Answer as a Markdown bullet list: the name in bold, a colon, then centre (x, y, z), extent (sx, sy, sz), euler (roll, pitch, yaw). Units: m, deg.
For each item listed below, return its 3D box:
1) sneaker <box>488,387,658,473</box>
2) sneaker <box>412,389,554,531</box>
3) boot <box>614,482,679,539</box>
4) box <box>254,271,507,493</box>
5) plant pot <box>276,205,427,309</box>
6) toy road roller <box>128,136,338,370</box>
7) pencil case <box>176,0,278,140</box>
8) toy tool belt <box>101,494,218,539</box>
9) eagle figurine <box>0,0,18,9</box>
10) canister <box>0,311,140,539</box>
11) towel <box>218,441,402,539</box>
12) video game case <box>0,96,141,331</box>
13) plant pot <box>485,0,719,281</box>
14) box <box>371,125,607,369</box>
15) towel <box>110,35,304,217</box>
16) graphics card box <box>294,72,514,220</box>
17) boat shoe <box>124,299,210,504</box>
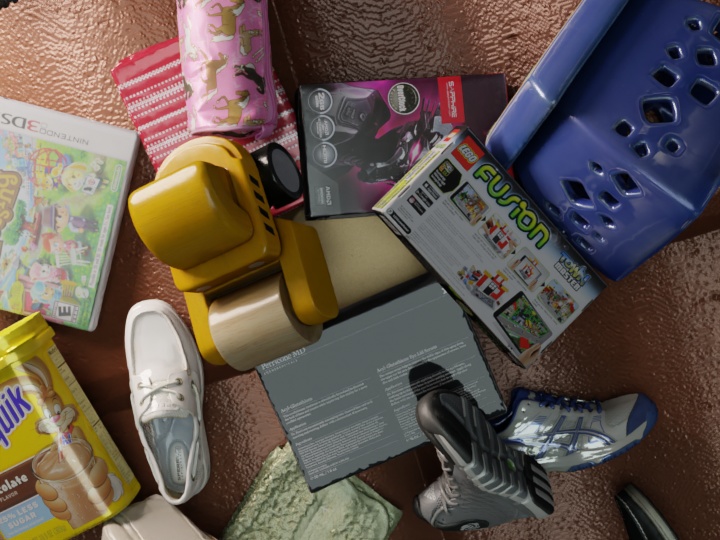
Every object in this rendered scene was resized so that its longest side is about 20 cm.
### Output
- **sneaker**: centre (0.186, 0.149, 1.307), extent (0.200, 0.075, 0.088), euler (-21, 97, 2)
- **sneaker**: centre (0.082, 0.189, 1.230), extent (0.115, 0.075, 0.200), euler (-28, 130, 25)
- **boot**: centre (0.255, 0.327, 1.327), extent (0.154, 0.073, 0.204), euler (-26, 100, -1)
- **box**: centre (0.017, 0.100, 1.272), extent (0.200, 0.079, 0.141), euler (-22, 100, 2)
- **plant pot**: centre (0.000, 0.000, 1.311), extent (0.200, 0.027, 0.200), euler (0, 98, 0)
- **toy road roller**: centre (-0.120, -0.019, 1.176), extent (0.123, 0.146, 0.200), euler (-23, 76, 23)
- **pencil case**: centre (-0.121, -0.216, 1.231), extent (0.083, 0.087, 0.200), euler (-3, 92, -28)
- **toy tool belt**: centre (-0.172, 0.317, 1.285), extent (0.200, 0.125, 0.123), euler (37, 126, 32)
- **eagle figurine**: centre (-0.332, -0.341, 1.232), extent (0.200, 0.151, 0.152), euler (-23, 53, 32)
- **canister**: centre (-0.320, 0.161, 1.296), extent (0.148, 0.087, 0.200), euler (-28, 98, 14)
- **towel**: centre (-0.067, 0.280, 1.343), extent (0.148, 0.036, 0.200), euler (33, 96, -3)
- **video game case**: centre (-0.323, -0.058, 1.305), extent (0.182, 0.022, 0.200), euler (14, 97, -2)
- **plant pot**: centre (0.232, -0.137, 1.186), extent (0.180, 0.200, 0.200), euler (36, 70, 2)
- **box**: centre (0.117, -0.020, 1.209), extent (0.110, 0.035, 0.200), euler (-44, 105, -6)
- **towel**: centre (-0.134, -0.135, 1.283), extent (0.145, 0.022, 0.200), euler (-25, 90, 3)
- **graphics card box**: centre (0.042, -0.115, 1.262), extent (0.200, 0.051, 0.126), euler (-4, 89, -8)
- **boat shoe**: centre (-0.185, 0.128, 1.306), extent (0.071, 0.069, 0.200), euler (-12, 97, 3)
